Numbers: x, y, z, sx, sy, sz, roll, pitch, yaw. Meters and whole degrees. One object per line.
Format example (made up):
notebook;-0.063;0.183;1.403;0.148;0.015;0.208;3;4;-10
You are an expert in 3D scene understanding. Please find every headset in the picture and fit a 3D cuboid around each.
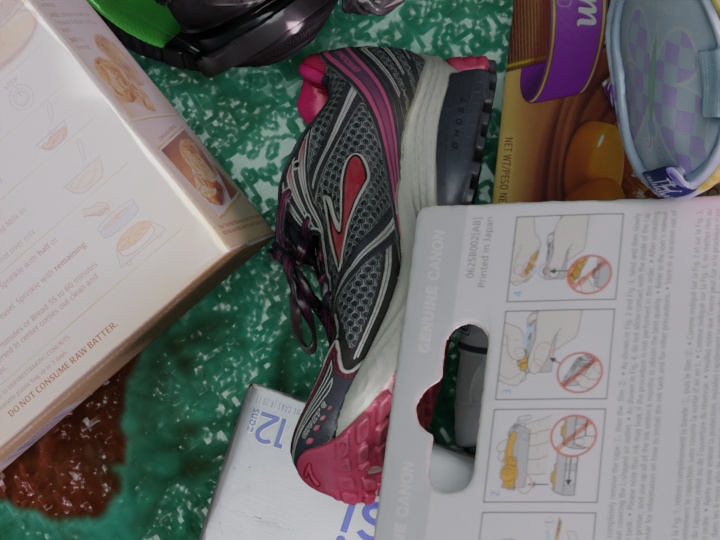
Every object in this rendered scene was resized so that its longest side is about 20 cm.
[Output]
headset;-0.052;-0.121;0.955;0.200;0.094;0.124;8;128;34

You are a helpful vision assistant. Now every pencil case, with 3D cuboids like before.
pencil case;0.181;-0.076;0.887;0.199;0.091;0.083;-8;86;-24

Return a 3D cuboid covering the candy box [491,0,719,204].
candy box;0.114;-0.087;0.974;0.116;0.056;0.201;5;88;44

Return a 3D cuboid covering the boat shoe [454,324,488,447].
boat shoe;0.133;0.056;0.994;0.199;0.074;0.066;9;92;13

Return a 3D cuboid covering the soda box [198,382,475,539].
soda box;0.044;0.105;0.992;0.199;0.063;0.068;18;87;3

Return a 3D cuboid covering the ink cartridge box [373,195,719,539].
ink cartridge box;0.112;0.051;0.859;0.199;0.057;0.163;-5;57;22

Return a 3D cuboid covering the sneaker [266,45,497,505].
sneaker;0.000;0.000;0.962;0.074;0.081;0.200;10;46;2

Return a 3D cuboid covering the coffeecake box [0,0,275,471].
coffeecake box;-0.157;-0.040;0.988;0.153;0.073;0.200;-40;87;12
